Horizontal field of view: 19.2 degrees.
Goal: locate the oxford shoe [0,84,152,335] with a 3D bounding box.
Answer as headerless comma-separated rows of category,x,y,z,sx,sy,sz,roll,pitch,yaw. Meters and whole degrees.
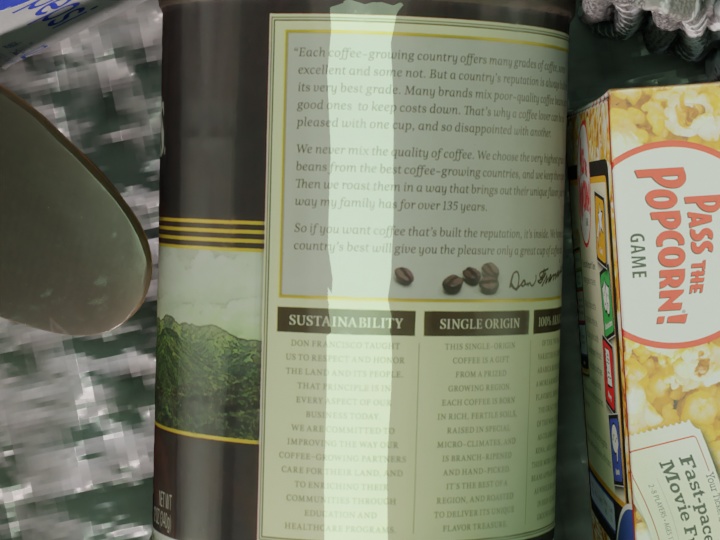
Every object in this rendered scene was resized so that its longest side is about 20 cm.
oxford shoe,-0.146,-0.044,0.764,0.200,0.071,0.071,33,103,19

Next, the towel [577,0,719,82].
towel,0.129,-0.151,0.720,0.085,0.200,0.166,13,92,6

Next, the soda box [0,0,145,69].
soda box,-0.119,-0.118,0.717,0.068,0.200,0.064,-25,90,0

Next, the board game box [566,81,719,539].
board game box,0.105,0.039,0.747,0.046,0.152,0.201,-4,92,0

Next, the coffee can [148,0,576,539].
coffee can,0.000,0.000,0.748,0.146,0.146,0.201,1,92,0
